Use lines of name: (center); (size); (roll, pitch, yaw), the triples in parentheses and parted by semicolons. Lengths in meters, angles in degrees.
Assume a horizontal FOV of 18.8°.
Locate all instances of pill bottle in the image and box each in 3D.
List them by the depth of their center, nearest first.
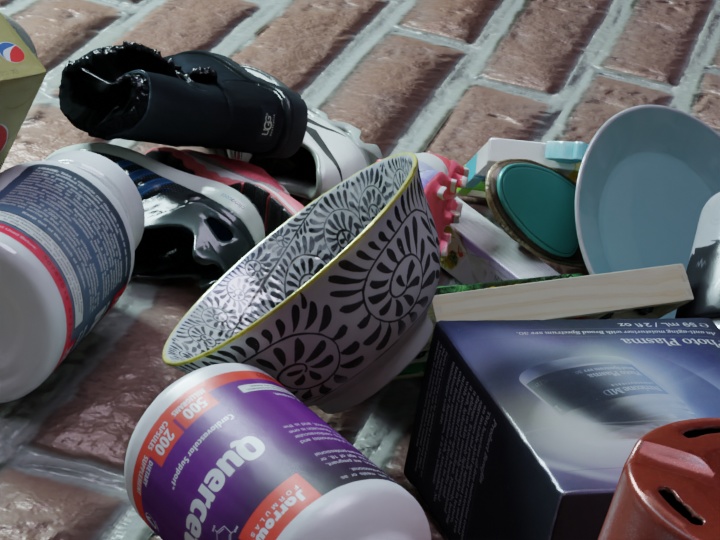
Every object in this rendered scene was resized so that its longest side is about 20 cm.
pill bottle: (-0.038, 0.141, 1.206); (0.112, 0.113, 0.200); (-9, 31, -36)
pill bottle: (-0.216, -0.005, 1.435); (0.119, 0.120, 0.200); (15, 26, 10)

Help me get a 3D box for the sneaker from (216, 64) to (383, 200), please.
sneaker: (-0.084, -0.111, 1.763); (0.200, 0.074, 0.088); (24, 26, 28)

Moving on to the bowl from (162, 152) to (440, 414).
bowl: (-0.017, 0.025, 1.348); (0.094, 0.201, 0.201); (51, 22, -13)

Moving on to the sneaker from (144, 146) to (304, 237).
sneaker: (-0.077, -0.049, 1.638); (0.200, 0.074, 0.087); (30, 30, 36)

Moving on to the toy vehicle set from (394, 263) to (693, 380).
toy vehicle set: (0.109, 0.037, 1.481); (0.200, 0.027, 0.124); (-7, -15, -27)

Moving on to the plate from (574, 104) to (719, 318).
plate: (0.232, -0.026, 1.631); (0.200, 0.201, 0.026); (-9, -9, -36)

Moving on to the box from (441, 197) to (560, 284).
box: (0.099, -0.005, 1.654); (0.041, 0.039, 0.200); (-8, 31, -33)

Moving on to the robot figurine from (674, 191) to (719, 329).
robot figurine: (0.286, 0.020, 1.506); (0.125, 0.200, 0.150); (-1, -28, 37)

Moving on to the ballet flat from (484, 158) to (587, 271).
ballet flat: (0.157, -0.031, 1.667); (0.200, 0.071, 0.065); (24, -15, -32)

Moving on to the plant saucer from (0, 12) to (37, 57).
plant saucer: (-0.310, -0.099, 1.534); (0.200, 0.200, 0.050); (-11, 55, -38)

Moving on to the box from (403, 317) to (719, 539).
box: (0.159, 0.124, 1.311); (0.200, 0.123, 0.198); (-1, 29, -22)

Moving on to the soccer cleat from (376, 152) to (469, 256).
soccer cleat: (0.034, -0.051, 1.587); (0.076, 0.067, 0.200); (9, 12, 7)

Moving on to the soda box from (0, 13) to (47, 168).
soda box: (-0.285, -0.078, 1.462); (0.068, 0.200, 0.064); (-18, 59, -46)

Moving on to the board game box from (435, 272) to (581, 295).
board game box: (0.046, 0.029, 1.516); (0.200, 0.024, 0.105); (-5, -7, -29)

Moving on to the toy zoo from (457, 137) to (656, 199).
toy zoo: (0.153, -0.074, 1.720); (0.131, 0.021, 0.200); (8, -8, -6)

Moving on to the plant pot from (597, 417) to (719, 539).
plant pot: (0.184, 0.193, 1.088); (0.200, 0.196, 0.201); (8, 25, -4)

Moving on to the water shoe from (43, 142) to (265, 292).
water shoe: (-0.167, -0.039, 1.580); (0.200, 0.072, 0.079); (12, 42, 29)

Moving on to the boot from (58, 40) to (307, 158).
boot: (-0.159, -0.135, 1.653); (0.168, 0.077, 0.200); (9, 8, -40)
